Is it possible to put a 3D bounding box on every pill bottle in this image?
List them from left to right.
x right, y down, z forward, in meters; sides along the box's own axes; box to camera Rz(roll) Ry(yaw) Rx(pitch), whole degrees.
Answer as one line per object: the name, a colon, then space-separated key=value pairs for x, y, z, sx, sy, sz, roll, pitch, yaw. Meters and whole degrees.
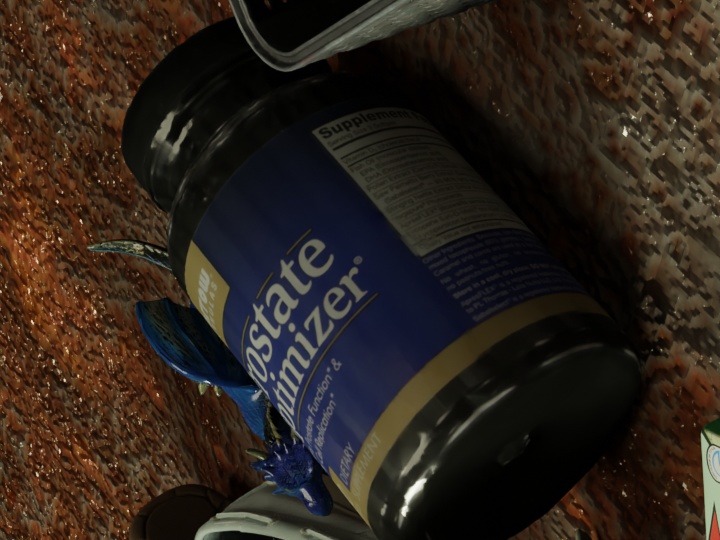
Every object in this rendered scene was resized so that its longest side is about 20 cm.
pill bottle: x=0.000 y=0.000 z=0.800 sx=0.200 sy=0.112 sz=0.112 roll=49 pitch=145 yaw=30

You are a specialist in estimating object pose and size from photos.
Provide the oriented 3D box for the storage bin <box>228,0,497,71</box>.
storage bin: x=0.024 y=-0.157 z=0.677 sx=0.200 sy=0.094 sz=0.135 roll=-23 pitch=90 yaw=61

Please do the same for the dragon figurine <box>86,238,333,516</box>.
dragon figurine: x=-0.052 y=0.025 z=0.910 sx=0.200 sy=0.059 sz=0.099 roll=49 pitch=177 yaw=28

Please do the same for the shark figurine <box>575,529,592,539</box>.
shark figurine: x=0.067 y=0.136 z=0.748 sx=0.089 sy=0.214 sz=0.128 roll=-24 pitch=60 yaw=44

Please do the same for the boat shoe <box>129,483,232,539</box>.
boat shoe: x=-0.033 y=0.181 z=1.027 sx=0.202 sy=0.075 sz=0.075 roll=46 pitch=158 yaw=43

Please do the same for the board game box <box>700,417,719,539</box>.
board game box: x=0.170 y=0.154 z=0.708 sx=0.135 sy=0.029 sz=0.200 roll=26 pitch=130 yaw=51

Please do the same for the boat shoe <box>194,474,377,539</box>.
boat shoe: x=0.000 y=0.141 z=0.930 sx=0.201 sy=0.071 sz=0.070 roll=18 pitch=124 yaw=51
